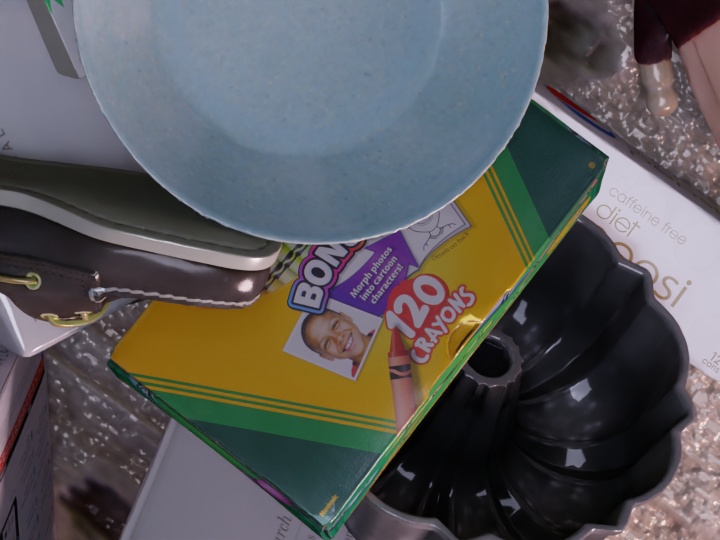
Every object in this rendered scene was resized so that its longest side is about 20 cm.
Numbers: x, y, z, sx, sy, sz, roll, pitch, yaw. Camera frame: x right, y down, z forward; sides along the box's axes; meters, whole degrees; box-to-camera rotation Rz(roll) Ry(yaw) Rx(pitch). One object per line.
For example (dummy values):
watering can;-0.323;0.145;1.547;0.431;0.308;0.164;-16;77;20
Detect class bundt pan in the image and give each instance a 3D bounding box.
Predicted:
bundt pan;0.050;0.058;1.265;0.201;0.203;0.076;20;144;-3

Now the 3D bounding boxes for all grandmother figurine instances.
grandmother figurine;0.172;-0.118;1.303;0.121;0.060;0.201;-33;76;30

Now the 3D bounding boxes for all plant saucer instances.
plant saucer;-0.022;-0.110;1.125;0.200;0.039;0.202;0;88;-14

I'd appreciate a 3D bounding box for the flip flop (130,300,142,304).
flip flop;-0.188;-0.024;1.363;0.199;0.058;0.082;6;94;-15

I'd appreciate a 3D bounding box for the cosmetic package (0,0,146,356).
cosmetic package;-0.119;-0.083;1.263;0.199;0.166;0.168;-29;101;-12

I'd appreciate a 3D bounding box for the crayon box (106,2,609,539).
crayon box;0.000;0.000;1.168;0.119;0.058;0.200;37;82;8

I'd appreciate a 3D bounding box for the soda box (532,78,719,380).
soda box;0.113;-0.033;1.345;0.200;0.064;0.068;35;100;-6

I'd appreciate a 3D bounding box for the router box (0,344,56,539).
router box;-0.183;0.128;1.310;0.049;0.200;0.181;-2;105;1

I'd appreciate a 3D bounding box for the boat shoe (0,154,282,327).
boat shoe;-0.131;-0.011;1.129;0.200;0.072;0.061;13;109;12

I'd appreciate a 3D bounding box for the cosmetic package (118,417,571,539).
cosmetic package;-0.028;0.177;1.309;0.199;0.166;0.165;21;142;-2

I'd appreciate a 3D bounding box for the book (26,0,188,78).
book;-0.064;-0.185;1.153;0.199;0.048;0.134;-29;110;-17
